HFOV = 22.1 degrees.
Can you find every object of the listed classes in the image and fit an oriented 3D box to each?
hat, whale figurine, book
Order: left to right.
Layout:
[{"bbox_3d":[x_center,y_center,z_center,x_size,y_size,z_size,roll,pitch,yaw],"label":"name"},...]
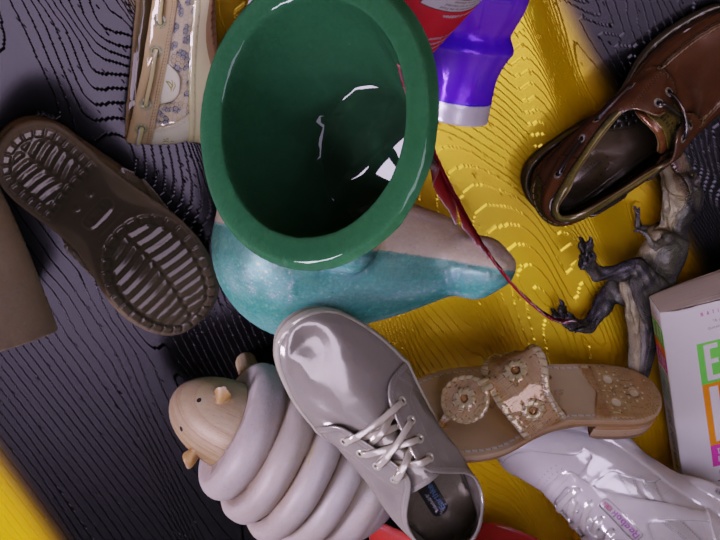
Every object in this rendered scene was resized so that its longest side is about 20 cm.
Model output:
[{"bbox_3d":[0.000,0.000,1.201,0.199,0.159,0.104,11,92,3],"label":"whale figurine"},{"bbox_3d":[0.018,-0.069,1.124,0.165,0.176,0.201,-4,84,33],"label":"hat"},{"bbox_3d":[0.284,0.089,1.327,0.133,0.048,0.201,-16,120,-4],"label":"book"}]

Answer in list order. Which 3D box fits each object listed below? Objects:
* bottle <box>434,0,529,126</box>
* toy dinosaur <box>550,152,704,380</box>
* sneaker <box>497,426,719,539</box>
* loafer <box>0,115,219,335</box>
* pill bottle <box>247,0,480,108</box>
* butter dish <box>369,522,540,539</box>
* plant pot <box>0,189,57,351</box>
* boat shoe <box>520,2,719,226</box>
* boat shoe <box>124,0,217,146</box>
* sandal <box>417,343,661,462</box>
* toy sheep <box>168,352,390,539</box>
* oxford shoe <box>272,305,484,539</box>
[{"bbox_3d":[0.075,-0.196,1.194,0.065,0.084,0.201,2,108,-23],"label":"bottle"},{"bbox_3d":[0.187,0.014,1.299,0.088,0.047,0.201,4,109,-18],"label":"toy dinosaur"},{"bbox_3d":[0.182,0.171,1.298,0.199,0.075,0.100,25,58,3],"label":"sneaker"},{"bbox_3d":[-0.166,-0.037,1.214,0.076,0.067,0.200,-38,125,2],"label":"loafer"},{"bbox_3d":[0.000,-0.168,1.142,0.112,0.113,0.200,31,131,-17],"label":"pill bottle"},{"bbox_3d":[0.121,0.260,1.306,0.147,0.200,0.200,-30,126,-30],"label":"butter dish"},{"bbox_3d":[-0.300,-0.039,1.142,0.186,0.187,0.201,-12,95,-6],"label":"plant pot"},{"bbox_3d":[0.201,-0.100,1.252,0.200,0.068,0.072,-44,107,4],"label":"boat shoe"},{"bbox_3d":[-0.126,-0.175,1.171,0.062,0.073,0.201,-7,109,-10],"label":"boat shoe"},{"bbox_3d":[0.118,0.075,1.245,0.211,0.078,0.070,-2,137,-25],"label":"sandal"},{"bbox_3d":[-0.038,0.126,1.247,0.199,0.138,0.138,22,102,-15],"label":"toy sheep"},{"bbox_3d":[0.018,0.104,1.166,0.075,0.058,0.200,-36,108,-1],"label":"oxford shoe"}]
